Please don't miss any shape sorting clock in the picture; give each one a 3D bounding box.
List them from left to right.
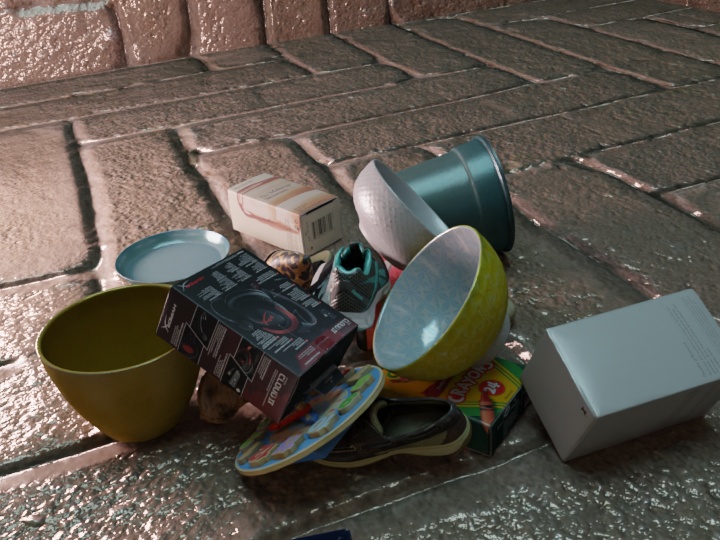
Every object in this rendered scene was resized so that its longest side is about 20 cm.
[{"bbox_3d":[-0.060,0.167,0.914,0.199,0.039,0.200,-33,12,8],"label":"shape sorting clock"}]

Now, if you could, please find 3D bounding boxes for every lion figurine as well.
[{"bbox_3d":[-0.112,0.123,1.012,0.198,0.073,0.123,-9,68,2],"label":"lion figurine"}]

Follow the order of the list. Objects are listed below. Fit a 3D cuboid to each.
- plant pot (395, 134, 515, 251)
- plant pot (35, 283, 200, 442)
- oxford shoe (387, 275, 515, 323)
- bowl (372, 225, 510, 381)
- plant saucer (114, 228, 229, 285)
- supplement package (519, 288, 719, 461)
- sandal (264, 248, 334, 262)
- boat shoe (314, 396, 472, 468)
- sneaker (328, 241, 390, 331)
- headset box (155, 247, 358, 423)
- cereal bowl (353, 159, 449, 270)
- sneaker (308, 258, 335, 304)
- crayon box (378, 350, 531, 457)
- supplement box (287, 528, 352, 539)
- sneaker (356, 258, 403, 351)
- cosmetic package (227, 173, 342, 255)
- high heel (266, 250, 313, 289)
[{"bbox_3d":[0.129,-0.101,1.319,0.195,0.202,0.201,-17,29,-4],"label":"plant pot"},{"bbox_3d":[-0.285,0.127,0.993,0.198,0.143,0.200,-3,29,2],"label":"plant pot"},{"bbox_3d":[0.140,0.045,1.104,0.198,0.074,0.071,6,57,-24],"label":"oxford shoe"},{"bbox_3d":[0.117,0.057,0.966,0.107,0.200,0.201,33,21,-20],"label":"bowl"},{"bbox_3d":[-0.326,-0.018,1.387,0.198,0.028,0.201,-4,28,2],"label":"plant saucer"},{"bbox_3d":[0.306,0.118,0.909,0.198,0.117,0.118,-13,57,-17],"label":"supplement package"},{"bbox_3d":[-0.140,-0.002,1.290,0.199,0.058,0.080,-12,24,-6],"label":"sandal"},{"bbox_3d":[0.024,0.175,0.905,0.198,0.065,0.074,-12,39,16],"label":"boat shoe"},{"bbox_3d":[0.000,0.000,1.040,0.077,0.092,0.200,2,24,5],"label":"sneaker"},{"bbox_3d":[-0.108,0.074,0.919,0.199,0.075,0.149,33,30,12],"label":"headset box"},{"bbox_3d":[0.060,-0.061,1.142,0.083,0.200,0.200,-45,26,14],"label":"cereal bowl"},{"bbox_3d":[-0.076,0.071,1.148,0.111,0.073,0.201,-11,40,41],"label":"sneaker"},{"bbox_3d":[0.101,0.146,0.996,0.199,0.051,0.127,14,34,32],"label":"crayon box"},{"bbox_3d":[-0.083,0.318,0.552,0.198,0.201,0.134,-8,28,-7],"label":"supplement box"},{"bbox_3d":[0.048,0.040,1.137,0.086,0.074,0.201,6,35,15],"label":"sneaker"},{"bbox_3d":[-0.139,-0.105,1.454,0.199,0.088,0.103,20,38,38],"label":"cosmetic package"},{"bbox_3d":[-0.136,0.052,1.091,0.143,0.071,0.200,-56,11,-31],"label":"high heel"}]
